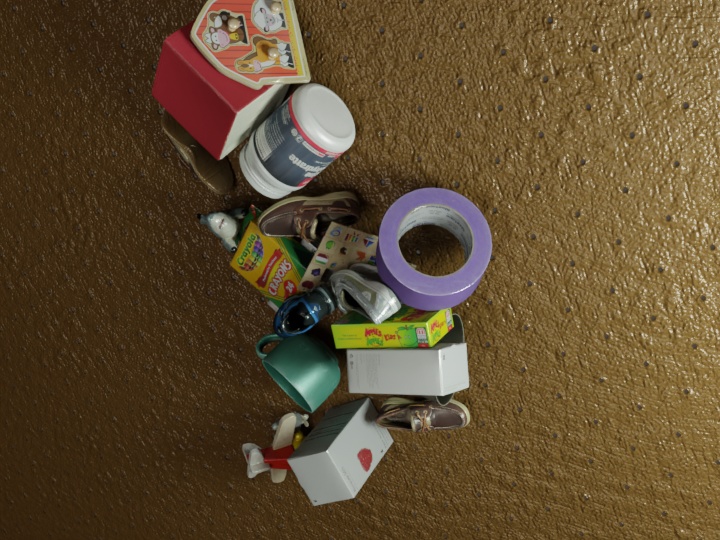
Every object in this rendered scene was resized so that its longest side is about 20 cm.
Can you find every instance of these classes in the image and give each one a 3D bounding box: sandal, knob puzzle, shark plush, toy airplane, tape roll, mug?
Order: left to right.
[{"bbox_3d":[-0.296,-0.109,1.769,0.083,0.200,0.092,17,101,-24],"label":"shark plush"},{"bbox_3d":[-0.193,-0.408,1.477,0.220,0.219,0.030,49,153,-2],"label":"knob puzzle"},{"bbox_3d":[-0.171,0.402,1.951,0.199,0.142,0.199,-29,131,23],"label":"toy airplane"},{"bbox_3d":[-0.126,0.194,1.814,0.185,0.114,0.152,48,163,-4],"label":"mug"},{"bbox_3d":[0.076,0.029,1.625,0.205,0.059,0.080,24,118,17],"label":"sandal"},{"bbox_3d":[0.127,-0.037,1.511,0.199,0.201,0.085,35,162,9],"label":"tape roll"}]

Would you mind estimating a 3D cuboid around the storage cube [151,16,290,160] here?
[{"bbox_3d":[-0.247,-0.345,1.560,0.180,0.171,0.200,44,150,2],"label":"storage cube"}]

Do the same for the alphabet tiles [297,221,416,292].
[{"bbox_3d":[0.000,0.000,1.654,0.198,0.008,0.168,17,123,-21],"label":"alphabet tiles"}]

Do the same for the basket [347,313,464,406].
[{"bbox_3d":[0.086,0.157,1.686,0.198,0.136,0.183,9,105,30],"label":"basket"}]

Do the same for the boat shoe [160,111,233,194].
[{"bbox_3d":[-0.340,-0.239,1.770,0.200,0.072,0.072,48,159,-13],"label":"boat shoe"}]

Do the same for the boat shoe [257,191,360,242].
[{"bbox_3d":[-0.096,-0.094,1.629,0.198,0.072,0.073,-10,134,-3],"label":"boat shoe"}]

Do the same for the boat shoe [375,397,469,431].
[{"bbox_3d":[0.123,0.303,1.753,0.198,0.072,0.073,1,115,28],"label":"boat shoe"}]

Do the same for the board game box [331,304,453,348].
[{"bbox_3d":[0.058,0.101,1.565,0.198,0.101,0.048,-4,105,32],"label":"board game box"}]

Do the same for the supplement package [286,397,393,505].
[{"bbox_3d":[-0.040,0.384,1.828,0.119,0.200,0.122,-21,104,36],"label":"supplement package"}]

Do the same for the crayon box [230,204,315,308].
[{"bbox_3d":[-0.179,-0.020,1.720,0.200,0.051,0.127,40,127,11],"label":"crayon box"}]

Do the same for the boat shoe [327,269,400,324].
[{"bbox_3d":[-0.007,0.051,1.571,0.201,0.065,0.075,20,147,52],"label":"boat shoe"}]

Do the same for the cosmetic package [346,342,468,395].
[{"bbox_3d":[0.084,0.175,1.549,0.198,0.107,0.086,-2,90,35],"label":"cosmetic package"}]

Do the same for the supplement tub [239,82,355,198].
[{"bbox_3d":[-0.118,-0.236,1.589,0.199,0.140,0.141,-35,95,37],"label":"supplement tub"}]

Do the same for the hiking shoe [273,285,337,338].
[{"bbox_3d":[-0.129,0.088,1.639,0.075,0.086,0.200,54,142,1],"label":"hiking shoe"}]

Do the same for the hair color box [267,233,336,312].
[{"bbox_3d":[-0.105,0.022,1.765,0.101,0.061,0.201,39,128,8],"label":"hair color box"}]
